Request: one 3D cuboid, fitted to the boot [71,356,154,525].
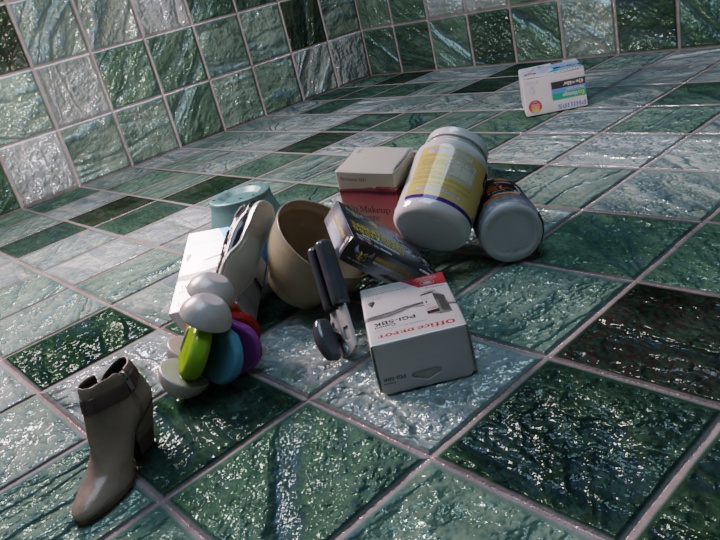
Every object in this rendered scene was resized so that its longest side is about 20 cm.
[{"bbox_3d":[-0.347,0.218,0.949,0.070,0.146,0.200,-6,24,15],"label":"boot"}]

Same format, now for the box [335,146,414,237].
[{"bbox_3d":[0.044,-0.134,1.397,0.128,0.200,0.109,5,38,26],"label":"box"}]

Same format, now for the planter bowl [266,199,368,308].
[{"bbox_3d":[-0.093,-0.015,1.301,0.135,0.200,0.200,-53,1,32],"label":"planter bowl"}]

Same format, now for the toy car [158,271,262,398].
[{"bbox_3d":[-0.235,0.114,1.151,0.150,0.175,0.200,20,18,-14],"label":"toy car"}]

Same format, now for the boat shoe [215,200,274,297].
[{"bbox_3d":[-0.221,-0.040,1.274,0.060,0.074,0.200,1,65,41],"label":"boat shoe"}]

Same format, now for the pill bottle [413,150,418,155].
[{"bbox_3d":[0.099,-0.213,1.724,0.114,0.115,0.200,-1,26,30],"label":"pill bottle"}]

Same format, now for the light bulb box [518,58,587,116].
[{"bbox_3d":[0.626,-0.600,2.294,0.198,0.125,0.200,-9,22,12],"label":"light bulb box"}]

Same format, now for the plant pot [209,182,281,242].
[{"bbox_3d":[-0.239,-0.082,1.528,0.200,0.188,0.200,-12,23,5],"label":"plant pot"}]

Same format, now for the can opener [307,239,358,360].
[{"bbox_3d":[-0.055,0.047,1.135,0.067,0.200,0.053,-4,-22,-37],"label":"can opener"}]

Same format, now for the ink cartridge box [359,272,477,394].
[{"bbox_3d":[0.083,0.089,1.074,0.146,0.083,0.200,-13,22,0],"label":"ink cartridge box"}]

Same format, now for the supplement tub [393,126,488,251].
[{"bbox_3d":[0.156,-0.153,1.313,0.145,0.145,0.200,2,58,34],"label":"supplement tub"}]

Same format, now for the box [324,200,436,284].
[{"bbox_3d":[0.040,-0.032,1.242,0.048,0.200,0.158,-54,25,17],"label":"box"}]

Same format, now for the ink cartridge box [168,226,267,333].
[{"bbox_3d":[-0.268,0.017,1.346,0.144,0.084,0.200,-9,51,16],"label":"ink cartridge box"}]

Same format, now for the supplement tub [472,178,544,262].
[{"bbox_3d":[0.274,-0.105,1.360,0.122,0.123,0.200,-13,22,4],"label":"supplement tub"}]

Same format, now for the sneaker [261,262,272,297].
[{"bbox_3d":[-0.194,0.029,1.423,0.200,0.082,0.074,-35,59,-4],"label":"sneaker"}]
